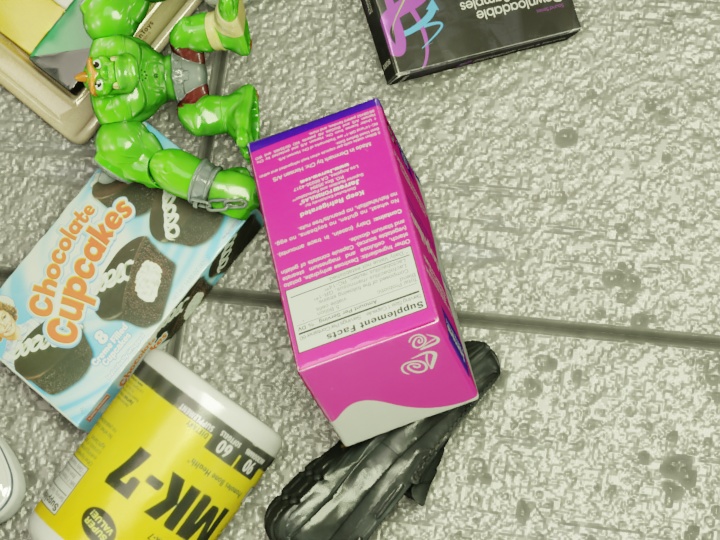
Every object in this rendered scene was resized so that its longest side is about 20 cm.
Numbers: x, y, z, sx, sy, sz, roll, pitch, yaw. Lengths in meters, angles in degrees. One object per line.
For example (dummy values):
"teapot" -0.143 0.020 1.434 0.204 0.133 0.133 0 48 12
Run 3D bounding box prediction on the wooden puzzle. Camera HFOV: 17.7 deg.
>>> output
"wooden puzzle" -0.221 -0.219 1.727 0.200 0.037 0.185 38 87 19

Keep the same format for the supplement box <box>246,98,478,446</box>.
"supplement box" 0.000 0.000 1.555 0.103 0.101 0.200 -19 52 8

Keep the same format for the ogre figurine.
"ogre figurine" -0.135 -0.134 1.627 0.120 0.098 0.200 -6 106 9

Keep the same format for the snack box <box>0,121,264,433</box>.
"snack box" -0.175 0.003 1.661 0.116 0.037 0.200 38 87 19

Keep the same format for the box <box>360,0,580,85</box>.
"box" 0.058 -0.242 1.624 0.143 0.036 0.200 -15 83 -16

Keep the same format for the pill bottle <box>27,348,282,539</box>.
"pill bottle" -0.153 0.164 1.576 0.114 0.114 0.200 34 86 18

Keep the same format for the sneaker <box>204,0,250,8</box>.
"sneaker" -0.016 -0.235 1.664 0.200 0.076 0.105 -39 72 0

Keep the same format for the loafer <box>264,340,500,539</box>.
"loafer" 0.023 0.129 1.576 0.201 0.068 0.070 -44 107 -8

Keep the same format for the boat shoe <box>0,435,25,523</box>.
"boat shoe" -0.325 0.109 1.654 0.200 0.065 0.074 35 86 19
